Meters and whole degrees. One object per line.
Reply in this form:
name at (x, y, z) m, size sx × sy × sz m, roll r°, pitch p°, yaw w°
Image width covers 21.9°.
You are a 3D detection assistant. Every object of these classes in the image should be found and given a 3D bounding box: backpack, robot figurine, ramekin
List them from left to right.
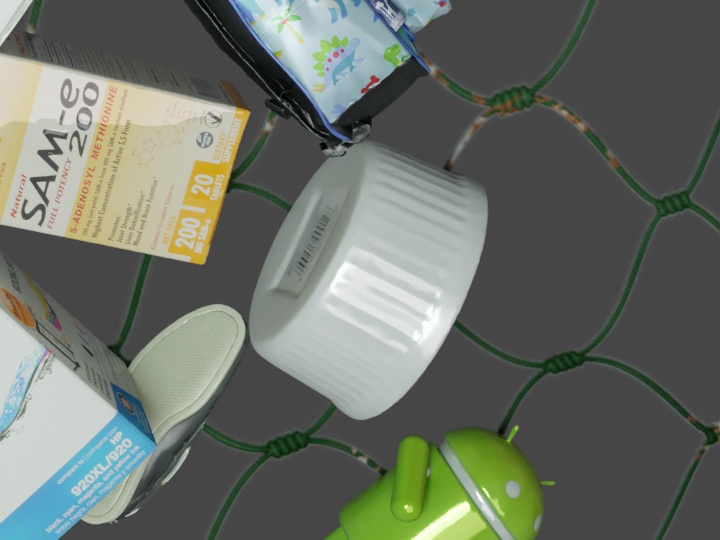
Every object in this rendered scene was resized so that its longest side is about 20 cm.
backpack at (-0.047, -0.205, 1.267) m, size 0.147 × 0.183 × 0.200 m, roll -44°, pitch 113°, yaw -1°
ramekin at (0.000, 0.000, 1.370) m, size 0.098 × 0.200 × 0.201 m, roll 27°, pitch 105°, yaw -18°
robot figurine at (0.064, 0.207, 1.527) m, size 0.200 × 0.116 × 0.176 m, roll -35°, pitch 128°, yaw 1°

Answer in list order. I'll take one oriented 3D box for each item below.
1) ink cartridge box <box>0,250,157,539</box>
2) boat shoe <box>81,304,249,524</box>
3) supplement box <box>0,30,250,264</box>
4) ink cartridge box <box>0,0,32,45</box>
ink cartridge box at (-0.276, 0.083, 1.351) m, size 0.145 × 0.147 × 0.200 m, roll -42°, pitch 119°, yaw 4°
boat shoe at (-0.153, 0.112, 1.459) m, size 0.200 × 0.072 × 0.068 m, roll -54°, pitch 155°, yaw 4°
supplement box at (-0.194, -0.090, 1.336) m, size 0.200 × 0.074 × 0.126 m, roll 11°, pitch 110°, yaw -20°
ink cartridge box at (-0.284, -0.220, 1.170) m, size 0.145 × 0.200 × 0.083 m, roll 35°, pitch 89°, yaw -27°
